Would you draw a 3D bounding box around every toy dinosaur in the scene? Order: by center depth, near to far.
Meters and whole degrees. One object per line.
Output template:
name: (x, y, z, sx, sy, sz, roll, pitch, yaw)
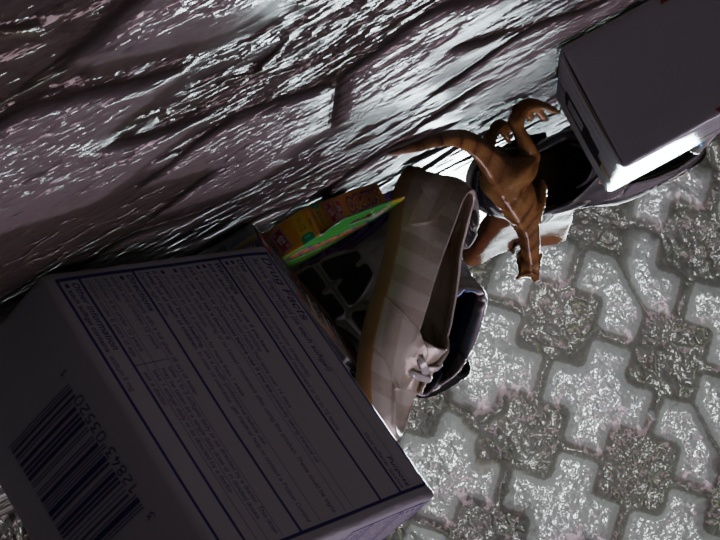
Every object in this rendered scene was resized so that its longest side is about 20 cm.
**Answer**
toy dinosaur: (0.096, -0.067, 1.099, 0.060, 0.107, 0.200, -6, 145, 30)

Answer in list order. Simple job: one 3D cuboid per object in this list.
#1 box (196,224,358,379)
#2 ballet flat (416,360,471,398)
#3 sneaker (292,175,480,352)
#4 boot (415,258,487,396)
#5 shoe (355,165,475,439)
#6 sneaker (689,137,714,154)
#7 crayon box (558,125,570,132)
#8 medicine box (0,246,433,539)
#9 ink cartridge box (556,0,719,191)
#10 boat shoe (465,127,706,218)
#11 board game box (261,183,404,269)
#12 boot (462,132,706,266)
box: (-0.088, 0.058, 1.094, 0.136, 0.040, 0.200, -29, 149, 6)
ballet flat: (0.046, 0.024, 1.326, 0.068, 0.068, 0.201, -11, 136, 13)
sneaker: (0.000, 0.000, 1.214, 0.199, 0.081, 0.083, -35, -159, -9)
boot: (0.022, 0.074, 1.241, 0.201, 0.073, 0.096, -60, -153, 13)
shoe: (0.038, 0.030, 1.143, 0.053, 0.202, 0.070, 12, -175, 21)
sneaker: (0.260, -0.130, 1.185, 0.199, 0.075, 0.087, -33, -144, 35)
crayon box: (0.243, -0.124, 1.527, 0.125, 0.052, 0.199, -31, 175, 43)
medicine box: (-0.088, 0.094, 0.889, 0.103, 0.183, 0.199, -44, 162, 27)
ink cartridge box: (0.207, -0.125, 1.048, 0.145, 0.083, 0.200, -29, 175, 5)
boat shoe: (0.185, -0.082, 1.285, 0.198, 0.072, 0.068, -14, -174, -7)
board game box: (-0.066, -0.006, 1.127, 0.199, 0.030, 0.095, -27, 178, 32)
boot: (0.191, -0.059, 1.420, 0.187, 0.069, 0.200, -17, 160, -10)
